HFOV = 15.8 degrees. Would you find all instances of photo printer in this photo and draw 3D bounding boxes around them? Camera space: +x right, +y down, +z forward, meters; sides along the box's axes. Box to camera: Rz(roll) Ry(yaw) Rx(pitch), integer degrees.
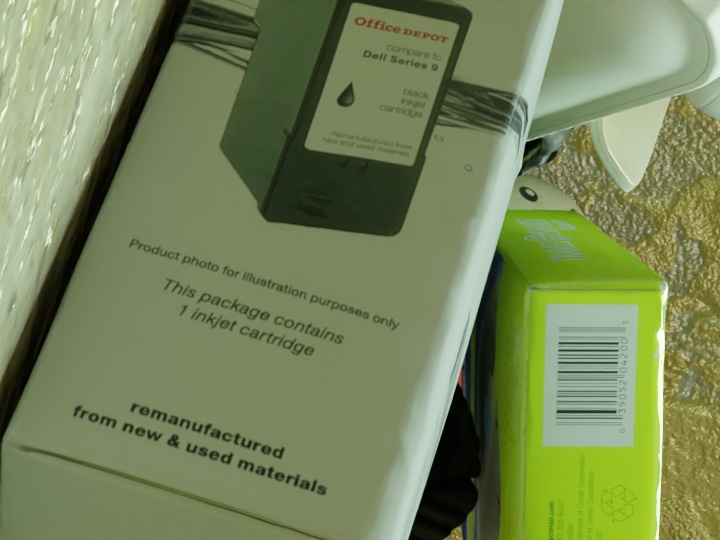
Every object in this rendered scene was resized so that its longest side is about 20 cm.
[{"bbox_3d":[0.099,-0.119,0.815,0.166,0.069,0.200,-50,-166,-20],"label":"photo printer"}]

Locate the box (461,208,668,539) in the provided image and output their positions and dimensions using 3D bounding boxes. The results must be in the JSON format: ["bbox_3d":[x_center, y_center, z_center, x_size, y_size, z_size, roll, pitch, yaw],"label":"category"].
[{"bbox_3d":[0.062,0.048,0.852,0.200,0.048,0.122,-111,-158,-82],"label":"box"}]

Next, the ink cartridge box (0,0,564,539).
[{"bbox_3d":[-0.015,0.007,0.618,0.146,0.084,0.200,103,5,-54],"label":"ink cartridge box"}]

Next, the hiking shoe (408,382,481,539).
[{"bbox_3d":[-0.012,-0.011,0.833,0.101,0.076,0.200,28,-57,56],"label":"hiking shoe"}]

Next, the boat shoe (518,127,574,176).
[{"bbox_3d":[0.036,-0.066,1.049,0.065,0.073,0.200,-50,-169,-23],"label":"boat shoe"}]

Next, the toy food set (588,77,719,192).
[{"bbox_3d":[0.167,-0.121,0.891,0.200,0.060,0.144,-36,-160,40],"label":"toy food set"}]

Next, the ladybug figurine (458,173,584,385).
[{"bbox_3d":[0.019,0.034,1.112,0.200,0.136,0.072,-58,136,-14],"label":"ladybug figurine"}]
